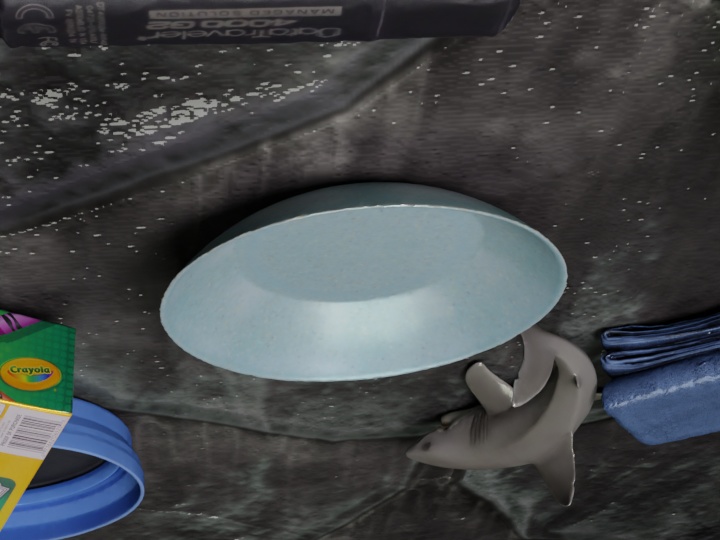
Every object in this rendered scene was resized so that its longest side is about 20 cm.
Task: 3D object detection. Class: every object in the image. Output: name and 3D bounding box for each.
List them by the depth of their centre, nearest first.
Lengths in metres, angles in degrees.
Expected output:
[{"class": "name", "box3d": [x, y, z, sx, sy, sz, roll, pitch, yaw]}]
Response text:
[{"class": "usb stick", "box3d": [-0.037, -0.103, 0.627, 0.199, 0.033, 0.055, -3, 161, -8]}, {"class": "plant saucer", "box3d": [0.000, 0.000, 0.844, 0.200, 0.039, 0.201, -6, 154, -3]}, {"class": "crayon box", "box3d": [-0.238, 0.095, 0.899, 0.118, 0.058, 0.200, 16, 135, -23]}, {"class": "towel", "box3d": [0.243, 0.050, 0.994, 0.199, 0.049, 0.112, -16, 153, 18]}, {"class": "shark figurine", "box3d": [0.110, 0.091, 1.007, 0.128, 0.090, 0.215, -2, 156, -11]}, {"class": "bowl", "box3d": [-0.233, 0.122, 1.045, 0.200, 0.040, 0.201, -5, 155, -2]}]
